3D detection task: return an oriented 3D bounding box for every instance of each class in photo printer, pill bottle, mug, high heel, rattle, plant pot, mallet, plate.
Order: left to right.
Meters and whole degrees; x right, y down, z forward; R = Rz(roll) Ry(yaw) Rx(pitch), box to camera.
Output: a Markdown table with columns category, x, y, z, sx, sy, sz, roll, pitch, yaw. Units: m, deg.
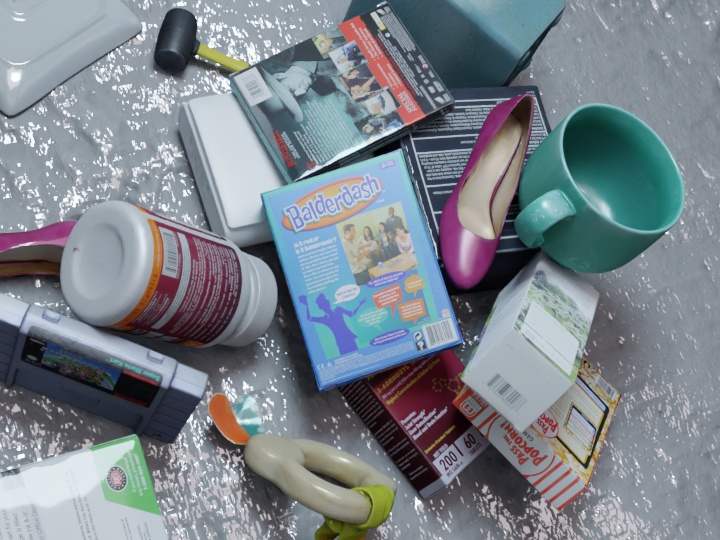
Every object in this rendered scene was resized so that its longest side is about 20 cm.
| category | x | y | z | sx | sy | sz | roll | pitch | yaw |
| --- | --- | --- | --- | --- | --- | --- | --- | --- | --- |
| plate | -0.362 | -0.289 | 1.197 | 0.200 | 0.032 | 0.199 | 45 | 58 | 3 |
| high heel | -0.312 | -0.003 | 1.056 | 0.197 | 0.068 | 0.097 | 18 | 51 | -9 |
| pill bottle | -0.171 | 0.011 | 1.046 | 0.199 | 0.108 | 0.112 | 21 | 52 | -54 |
| mallet | -0.137 | -0.219 | 1.261 | 0.198 | 0.041 | 0.067 | 28 | 57 | -14 |
| rattle | -0.073 | 0.222 | 1.082 | 0.197 | 0.145 | 0.131 | 20 | 26 | 4 |
| photo printer | -0.080 | -0.118 | 1.210 | 0.197 | 0.070 | 0.169 | -12 | 71 | -24 |
| plant pot | 0.118 | -0.304 | 1.306 | 0.199 | 0.197 | 0.196 | 39 | 57 | 3 |
| high heel | 0.129 | -0.083 | 1.130 | 0.066 | 0.096 | 0.203 | 18 | 61 | -13 |
| mug | 0.223 | -0.078 | 1.149 | 0.182 | 0.115 | 0.155 | 10 | 59 | -23 |

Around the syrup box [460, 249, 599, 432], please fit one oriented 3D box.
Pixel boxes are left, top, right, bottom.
| category | x | y | z | sx | sy | sz | roll | pitch | yaw |
| --- | --- | --- | --- | --- | --- | --- | --- | --- | --- |
| syrup box | 0.172 | 0.062 | 1.116 | 0.079 | 0.082 | 0.200 | 41 | 29 | -2 |

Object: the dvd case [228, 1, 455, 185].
| category | x | y | z | sx | sy | sz | roll | pitch | yaw |
| --- | --- | --- | --- | --- | --- | --- | --- | --- | --- |
| dvd case | -0.019 | -0.186 | 1.183 | 0.198 | 0.022 | 0.147 | -28 | 71 | -16 |

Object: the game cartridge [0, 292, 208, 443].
| category | x | y | z | sx | sy | sz | roll | pitch | yaw |
| --- | --- | --- | --- | --- | --- | --- | --- | --- | --- |
| game cartridge | -0.243 | 0.092 | 1.009 | 0.197 | 0.130 | 0.039 | 23 | 61 | -11 |

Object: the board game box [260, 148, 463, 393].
| category | x | y | z | sx | sy | sz | roll | pitch | yaw |
| --- | --- | --- | --- | --- | --- | --- | --- | --- | --- |
| board game box | 0.000 | 0.000 | 1.113 | 0.149 | 0.045 | 0.204 | -16 | 81 | -5 |

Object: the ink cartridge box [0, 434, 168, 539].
| category | x | y | z | sx | sy | sz | roll | pitch | yaw |
| --- | --- | --- | --- | --- | --- | --- | --- | --- | --- |
| ink cartridge box | -0.268 | 0.242 | 0.953 | 0.197 | 0.084 | 0.148 | -12 | 71 | -27 |

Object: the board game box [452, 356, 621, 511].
| category | x | y | z | sx | sy | sz | roll | pitch | yaw |
| --- | --- | --- | --- | --- | --- | --- | --- | --- | --- |
| board game box | 0.190 | 0.133 | 1.178 | 0.152 | 0.046 | 0.200 | 46 | 31 | 1 |

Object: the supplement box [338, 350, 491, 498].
| category | x | y | z | sx | sy | sz | roll | pitch | yaw |
| --- | --- | --- | --- | --- | --- | --- | --- | --- | --- |
| supplement box | 0.049 | 0.118 | 1.165 | 0.108 | 0.061 | 0.201 | -36 | 83 | -32 |

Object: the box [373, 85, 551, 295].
| category | x | y | z | sx | sy | sz | roll | pitch | yaw |
| --- | --- | --- | --- | --- | --- | --- | --- | --- | --- |
| box | 0.119 | -0.086 | 1.254 | 0.196 | 0.123 | 0.202 | -5 | 67 | -23 |
